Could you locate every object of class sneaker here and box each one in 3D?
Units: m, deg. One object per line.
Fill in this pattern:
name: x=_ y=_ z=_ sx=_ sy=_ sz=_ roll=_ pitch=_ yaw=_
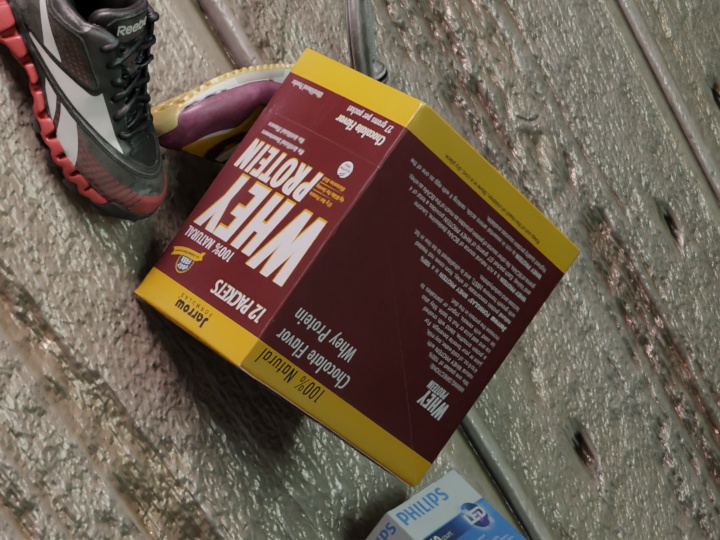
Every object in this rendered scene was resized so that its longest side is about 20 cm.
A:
sneaker: x=-0.065 y=-0.090 z=1.332 sx=0.200 sy=0.075 sz=0.090 roll=-18 pitch=89 yaw=-54
sneaker: x=-0.163 y=-0.123 z=1.196 sx=0.071 sy=0.098 sz=0.201 roll=-49 pitch=120 yaw=-52

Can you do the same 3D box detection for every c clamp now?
c clamp: x=0.004 y=-0.185 z=1.448 sx=0.171 sy=0.027 sz=0.201 roll=-93 pitch=177 yaw=-51

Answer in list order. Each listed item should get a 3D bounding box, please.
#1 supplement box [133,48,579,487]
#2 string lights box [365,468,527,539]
supplement box: x=0.000 y=0.000 z=1.279 sx=0.197 sy=0.133 sz=0.200 roll=39 pitch=85 yaw=-42
string lights box: x=0.101 y=0.244 z=1.392 sx=0.200 sy=0.059 sz=0.103 roll=43 pitch=32 yaw=16
